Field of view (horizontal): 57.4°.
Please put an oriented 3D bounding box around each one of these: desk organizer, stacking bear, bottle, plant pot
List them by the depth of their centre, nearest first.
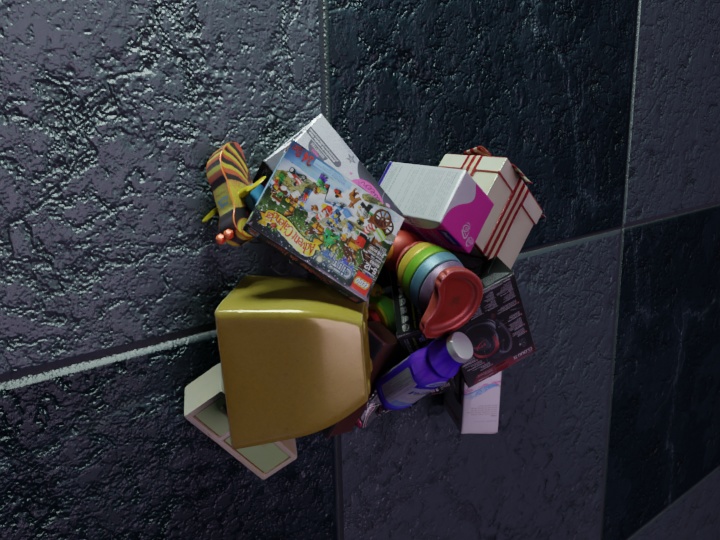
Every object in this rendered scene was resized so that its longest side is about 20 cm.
[{"bbox_3d":[-0.083,0.119,0.954,0.193,0.196,0.201,-4,103,5],"label":"plant pot"},{"bbox_3d":[0.108,0.168,1.098,0.082,0.200,0.067,0,59,-40],"label":"bottle"},{"bbox_3d":[0.104,0.002,1.101,0.111,0.200,0.125,-1,121,-35],"label":"stacking bear"},{"bbox_3d":[-0.013,0.190,1.161,0.076,0.071,0.204,6,117,-57],"label":"desk organizer"}]

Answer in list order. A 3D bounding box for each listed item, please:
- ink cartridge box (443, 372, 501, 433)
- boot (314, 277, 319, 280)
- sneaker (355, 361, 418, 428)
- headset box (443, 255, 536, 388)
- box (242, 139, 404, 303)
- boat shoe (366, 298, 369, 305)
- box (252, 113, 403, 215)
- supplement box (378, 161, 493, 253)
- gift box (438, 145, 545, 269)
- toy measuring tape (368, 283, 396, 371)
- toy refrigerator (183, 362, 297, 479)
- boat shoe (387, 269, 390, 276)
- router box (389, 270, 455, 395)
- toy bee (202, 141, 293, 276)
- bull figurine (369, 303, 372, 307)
[{"bbox_3d":[0.228,0.208,1.342,0.083,0.148,0.207,1,101,-8],"label":"ink cartridge box"},{"bbox_3d":[-0.093,0.096,1.113,0.087,0.072,0.208,5,86,-20],"label":"boot"},{"bbox_3d":[0.068,0.237,1.251,0.197,0.075,0.082,-30,151,-30],"label":"sneaker"},{"bbox_3d":[0.223,0.102,1.187,0.145,0.075,0.204,-27,119,-3],"label":"headset box"},{"bbox_3d":[-0.048,-0.066,0.924,0.197,0.038,0.139,32,71,-15],"label":"box"},{"bbox_3d":[-0.082,0.060,1.069,0.194,0.063,0.076,-9,103,8],"label":"boat shoe"},{"bbox_3d":[-0.052,-0.110,1.017,0.132,0.114,0.201,-42,95,-23],"label":"box"},{"bbox_3d":[0.119,-0.115,1.154,0.101,0.197,0.105,38,76,-37],"label":"supplement box"},{"bbox_3d":[0.240,-0.109,1.264,0.184,0.197,0.190,43,72,-42],"label":"gift box"},{"bbox_3d":[0.048,0.121,1.231,0.072,0.073,0.206,-24,114,-33],"label":"toy measuring tape"},{"bbox_3d":[-0.187,0.245,1.044,0.075,0.071,0.201,-32,124,9],"label":"toy refrigerator"},{"bbox_3d":[0.135,0.030,1.287,0.197,0.064,0.073,28,82,-40],"label":"boat shoe"},{"bbox_3d":[0.115,0.109,1.210,0.202,0.060,0.153,61,19,-45],"label":"router box"},{"bbox_3d":[-0.172,-0.085,0.947,0.132,0.201,0.108,-49,169,31],"label":"toy bee"},{"bbox_3d":[0.000,0.000,1.152,0.063,0.122,0.207,11,83,3],"label":"bull figurine"}]
